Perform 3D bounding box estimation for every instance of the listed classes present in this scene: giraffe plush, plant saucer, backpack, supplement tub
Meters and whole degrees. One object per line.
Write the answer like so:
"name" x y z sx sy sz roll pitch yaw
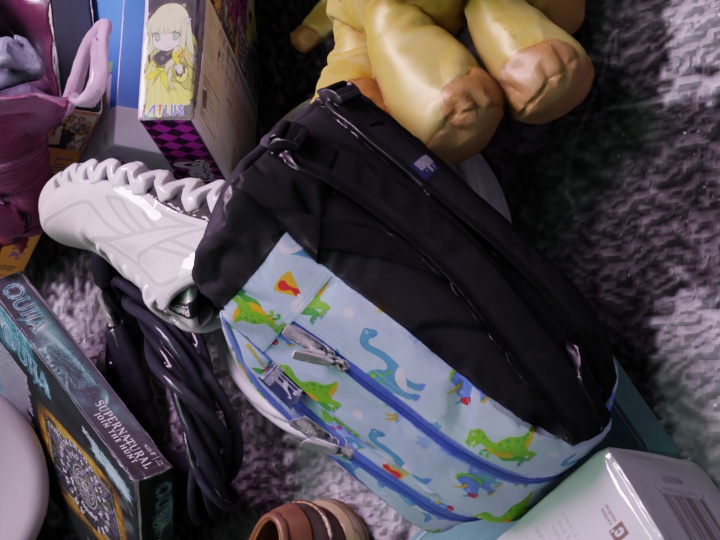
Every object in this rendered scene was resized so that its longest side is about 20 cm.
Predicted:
"giraffe plush" 0.021 -0.172 0.847 0.172 0.162 0.200 -22 42 0
"plant saucer" 0.077 0.133 0.854 0.200 0.019 0.070 -46 55 22
"backpack" 0.027 0.026 0.763 0.200 0.163 0.154 28 119 4
"supplement tub" -0.307 0.137 1.076 0.200 0.145 0.146 0 79 57

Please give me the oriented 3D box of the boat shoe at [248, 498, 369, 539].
"boat shoe" -0.066 0.219 0.921 0.072 0.067 0.201 30 100 40

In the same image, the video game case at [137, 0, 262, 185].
"video game case" -0.089 -0.143 0.953 0.036 0.200 0.182 2 78 5

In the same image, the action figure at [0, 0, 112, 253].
"action figure" -0.208 -0.082 0.975 0.148 0.200 0.134 1 46 1

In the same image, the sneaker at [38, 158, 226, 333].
"sneaker" -0.106 -0.011 0.893 0.199 0.075 0.081 8 73 34

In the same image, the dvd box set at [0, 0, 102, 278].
"dvd box set" -0.222 -0.105 1.098 0.200 0.029 0.147 -51 42 48

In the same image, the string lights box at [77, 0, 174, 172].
"string lights box" -0.148 -0.162 1.066 0.103 0.059 0.201 -18 66 60

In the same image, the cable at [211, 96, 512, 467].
"cable" 0.000 0.000 0.917 0.200 0.069 0.201 26 96 42

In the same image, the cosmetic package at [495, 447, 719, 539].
"cosmetic package" 0.087 0.175 0.781 0.200 0.102 0.074 -43 55 23

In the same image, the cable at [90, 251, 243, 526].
"cable" -0.124 0.074 0.979 0.200 0.051 0.163 59 145 37

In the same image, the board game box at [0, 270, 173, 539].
"board game box" -0.175 0.110 1.020 0.200 0.028 0.136 45 144 37
